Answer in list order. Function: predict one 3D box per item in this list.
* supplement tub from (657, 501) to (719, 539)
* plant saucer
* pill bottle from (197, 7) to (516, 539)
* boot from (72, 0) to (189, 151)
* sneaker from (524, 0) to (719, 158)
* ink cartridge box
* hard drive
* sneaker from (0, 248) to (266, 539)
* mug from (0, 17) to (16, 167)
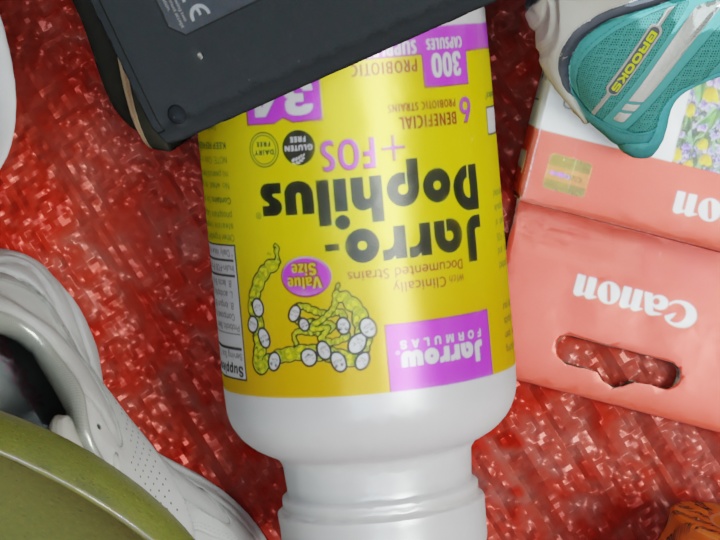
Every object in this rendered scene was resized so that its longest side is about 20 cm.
[{"bbox_3d":[0.129,0.190,0.854,0.122,0.123,0.200,14,95,0],"label":"supplement tub"},{"bbox_3d":[-0.124,0.102,0.819,0.200,0.200,0.031,24,52,-1],"label":"plant saucer"},{"bbox_3d":[0.000,0.000,0.848,0.104,0.104,0.200,-6,96,2],"label":"pill bottle"},{"bbox_3d":[-0.123,-0.144,0.865,0.138,0.077,0.200,4,115,26],"label":"boot"},{"bbox_3d":[0.153,-0.109,0.806,0.200,0.078,0.080,-29,102,13],"label":"sneaker"},{"bbox_3d":[0.115,-0.046,0.866,0.109,0.050,0.200,14,94,0],"label":"ink cartridge box"},{"bbox_3d":[-0.009,-0.136,0.738,0.200,0.033,0.140,-21,98,33],"label":"hard drive"},{"bbox_3d":[-0.099,0.085,0.861,0.078,0.099,0.200,-40,93,5],"label":"sneaker"},{"bbox_3d":[-0.220,-0.037,0.825,0.175,0.148,0.200,-24,92,22],"label":"mug"}]
